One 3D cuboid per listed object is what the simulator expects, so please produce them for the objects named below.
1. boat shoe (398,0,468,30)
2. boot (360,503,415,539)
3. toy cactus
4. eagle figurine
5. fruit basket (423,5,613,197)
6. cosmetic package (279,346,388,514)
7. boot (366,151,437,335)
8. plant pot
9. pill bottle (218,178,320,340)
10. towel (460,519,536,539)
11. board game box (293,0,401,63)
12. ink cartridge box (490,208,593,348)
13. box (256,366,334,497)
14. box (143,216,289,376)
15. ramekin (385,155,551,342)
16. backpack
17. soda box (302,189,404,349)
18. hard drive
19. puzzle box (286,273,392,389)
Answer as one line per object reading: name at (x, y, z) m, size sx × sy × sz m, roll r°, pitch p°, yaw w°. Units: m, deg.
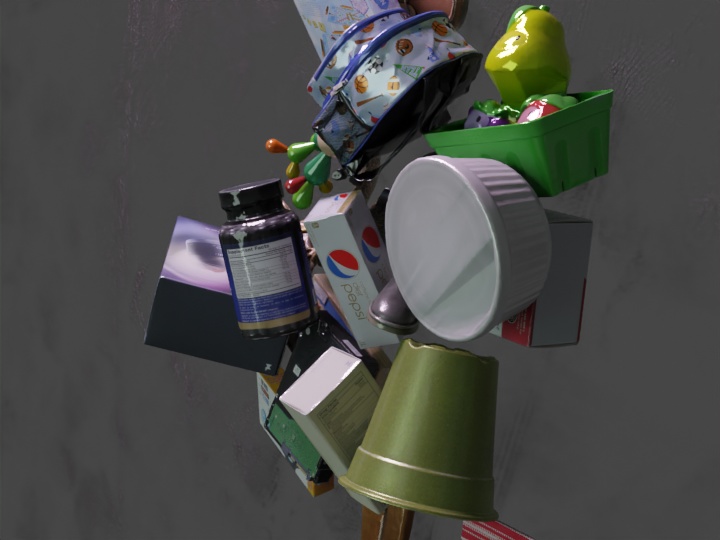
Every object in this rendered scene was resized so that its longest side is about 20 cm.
boat shoe at (0.062, -0.347, 1.683) m, size 0.200 × 0.072 × 0.076 m, roll 26°, pitch 113°, yaw 53°
boot at (-0.001, 0.397, 1.816) m, size 0.188 × 0.068 × 0.200 m, roll 8°, pitch 98°, yaw 56°
toy cactus at (-0.046, -0.177, 1.692) m, size 0.200 × 0.102 × 0.165 m, roll -59°, pitch 14°, yaw -1°
eagle figurine at (-0.003, -0.079, 1.775) m, size 0.200 × 0.151 × 0.152 m, roll -35°, pitch 104°, yaw 19°
fruit basket at (0.179, -0.190, 1.468) m, size 0.216 × 0.155 × 0.216 m, roll 34°, pitch 136°, yaw 42°
cosmetic package at (-0.005, 0.208, 1.691) m, size 0.073 × 0.104 × 0.200 m, roll 21°, pitch 148°, yaw 54°
boot at (0.074, -0.037, 1.622) m, size 0.182 × 0.072 × 0.200 m, roll -57°, pitch -13°, yaw -64°
plant pot at (0.091, 0.186, 1.590) m, size 0.200 × 0.200 × 0.190 m, roll 12°, pitch 88°, yaw 55°
pill bottle at (-0.126, -0.016, 1.745) m, size 0.112 × 0.112 × 0.200 m, roll 0°, pitch 104°, yaw 56°
towel at (0.165, 0.405, 1.610) m, size 0.145 × 0.022 × 0.200 m, roll 15°, pitch 102°, yaw 57°
board game box at (-0.005, -0.317, 1.723) m, size 0.200 × 0.041 × 0.200 m, roll 23°, pitch 145°, yaw 53°
ink cartridge box at (0.168, -0.004, 1.531) m, size 0.200 × 0.083 × 0.146 m, roll 19°, pitch 108°, yaw 54°
box at (-0.103, 0.228, 1.950) m, size 0.200 × 0.041 × 0.119 m, roll 45°, pitch 147°, yaw 41°
box at (-0.196, 0.035, 1.911) m, size 0.198 × 0.200 × 0.123 m, roll -90°, pitch 16°, yaw -61°
ramekin at (0.121, -0.029, 1.421) m, size 0.202 × 0.094 × 0.203 m, roll 26°, pitch 122°, yaw 50°
backpack at (0.045, -0.225, 1.557) m, size 0.154 × 0.200 × 0.190 m, roll 53°, pitch 138°, yaw 2°
soda box at (0.000, 0.000, 1.701) m, size 0.064 × 0.068 × 0.200 m, roll -11°, pitch 116°, yaw 29°
hard drive at (-0.056, 0.173, 1.801) m, size 0.140 × 0.038 × 0.200 m, roll 43°, pitch 119°, yaw 43°
puzzle box at (-0.033, 0.117, 1.831) m, size 0.200 × 0.025 × 0.133 m, roll 53°, pitch 132°, yaw 38°
